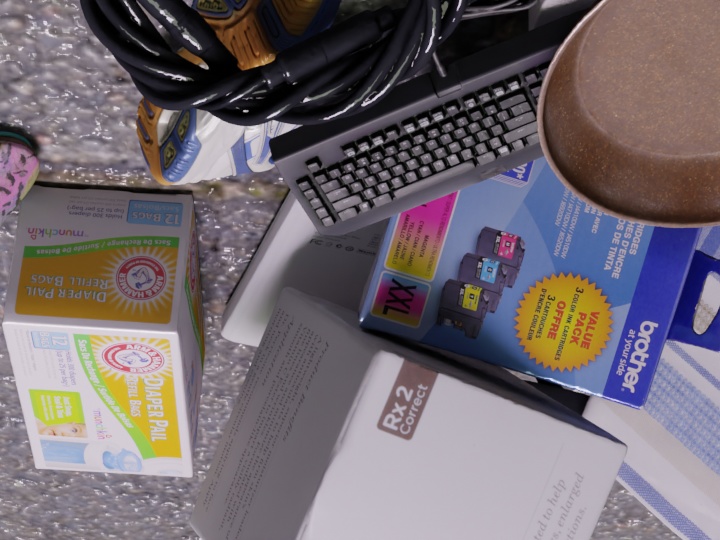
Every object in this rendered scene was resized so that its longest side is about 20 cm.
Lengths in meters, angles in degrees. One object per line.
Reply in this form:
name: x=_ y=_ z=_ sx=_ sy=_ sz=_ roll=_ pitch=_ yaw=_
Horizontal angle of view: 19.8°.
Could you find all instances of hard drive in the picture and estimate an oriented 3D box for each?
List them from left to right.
hard drive: x=0.000 y=0.000 z=1.323 sx=0.131 sy=0.026 sz=0.200 roll=12 pitch=147 yaw=-14

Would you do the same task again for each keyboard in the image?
keyboard: x=0.048 y=-0.090 z=1.065 sx=0.199 sy=0.021 sz=0.127 roll=-22 pitch=131 yaw=11

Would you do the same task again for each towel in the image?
towel: x=0.223 y=0.072 z=1.266 sx=0.024 sy=0.147 sz=0.201 roll=-13 pitch=136 yaw=-49

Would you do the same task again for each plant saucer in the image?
plant saucer: x=0.184 y=-0.101 z=1.038 sx=0.199 sy=0.037 sz=0.201 roll=-5 pitch=139 yaw=-5

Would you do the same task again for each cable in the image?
cable: x=-0.037 y=-0.144 z=0.994 sx=0.199 sy=0.051 sz=0.164 roll=11 pitch=111 yaw=-2

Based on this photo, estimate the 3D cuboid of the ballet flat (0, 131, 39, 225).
ballet flat: x=-0.280 y=-0.025 z=1.266 sx=0.199 sy=0.071 sz=0.069 roll=-15 pitch=143 yaw=26

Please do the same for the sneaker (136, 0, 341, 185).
sneaker: x=-0.047 y=-0.119 z=1.114 sx=0.088 sy=0.076 sz=0.200 roll=-3 pitch=154 yaw=-33

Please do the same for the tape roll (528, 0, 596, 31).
tape roll: x=0.187 y=-0.130 z=1.089 sx=0.202 sy=0.037 sz=0.203 roll=2 pitch=149 yaw=1

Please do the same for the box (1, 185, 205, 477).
box: x=-0.161 y=0.043 z=1.334 sx=0.112 sy=0.102 sz=0.200 roll=3 pitch=148 yaw=1

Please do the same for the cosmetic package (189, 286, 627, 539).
cosmetic package: x=0.021 y=0.126 z=1.207 sx=0.164 sy=0.166 sz=0.200 roll=21 pitch=-176 yaw=-20

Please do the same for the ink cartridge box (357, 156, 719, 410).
ink cartridge box: x=0.111 y=-0.008 z=1.159 sx=0.199 sy=0.137 sz=0.076 roll=16 pitch=-174 yaw=-2

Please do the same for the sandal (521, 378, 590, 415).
sandal: x=0.107 y=0.081 z=1.379 sx=0.199 sy=0.043 sz=0.076 roll=18 pitch=159 yaw=-6
